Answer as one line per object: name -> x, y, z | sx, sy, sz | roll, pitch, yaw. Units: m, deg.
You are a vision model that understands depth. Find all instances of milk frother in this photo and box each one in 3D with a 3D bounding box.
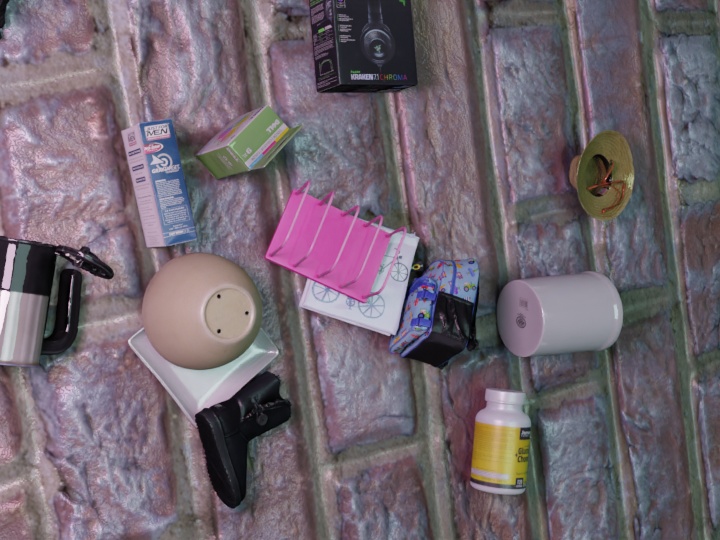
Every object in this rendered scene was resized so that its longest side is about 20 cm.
milk frother -> -0.479, 0.051, 1.407 | 0.180, 0.200, 0.188 | 9, 86, -34

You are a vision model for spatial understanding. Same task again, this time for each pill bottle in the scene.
pill bottle -> 0.283, 0.341, 1.897 | 0.112, 0.112, 0.200 | 7, 87, -30

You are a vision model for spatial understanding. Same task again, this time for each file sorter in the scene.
file sorter -> -0.039, -0.052, 1.646 | 0.200, 0.125, 0.139 | 25, 75, -12

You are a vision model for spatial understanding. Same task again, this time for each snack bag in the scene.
snack bag -> 0.000, 0.000, 1.729 | 0.188, 0.021, 0.200 | 18, 77, -14

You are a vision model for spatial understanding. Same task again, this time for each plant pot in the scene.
plant pot -> -0.240, 0.069, 1.550 | 0.200, 0.134, 0.200 | 0, 91, -31

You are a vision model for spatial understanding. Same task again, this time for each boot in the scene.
boot -> -0.188, 0.293, 1.643 | 0.168, 0.076, 0.200 | -26, 114, -36

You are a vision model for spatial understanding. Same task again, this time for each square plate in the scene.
square plate -> -0.268, 0.132, 1.626 | 0.200, 0.028, 0.198 | -43, 109, -23

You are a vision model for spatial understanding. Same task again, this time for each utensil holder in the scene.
utensil holder -> 0.404, 0.092, 1.938 | 0.200, 0.170, 0.170 | -5, 92, -28

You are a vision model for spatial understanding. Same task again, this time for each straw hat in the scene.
straw hat -> 0.497, -0.206, 2.038 | 0.201, 0.085, 0.201 | -10, 107, -36

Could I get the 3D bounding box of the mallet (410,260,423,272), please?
mallet -> 0.023, 0.021, 1.761 | 0.200, 0.041, 0.066 | -5, 91, -14

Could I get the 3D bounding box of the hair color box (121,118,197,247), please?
hair color box -> -0.330, -0.141, 1.549 | 0.060, 0.100, 0.200 | -15, 98, -30

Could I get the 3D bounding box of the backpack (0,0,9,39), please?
backpack -> -0.622, -0.400, 1.362 | 0.200, 0.167, 0.127 | -14, 77, -26

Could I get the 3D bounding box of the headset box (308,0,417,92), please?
headset box -> 0.005, -0.435, 1.748 | 0.174, 0.093, 0.200 | -5, 92, -31

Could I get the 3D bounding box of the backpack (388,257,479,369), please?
backpack -> 0.146, 0.065, 1.786 | 0.134, 0.183, 0.200 | 18, 66, -12

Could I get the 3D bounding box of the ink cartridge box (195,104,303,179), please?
ink cartridge box -> -0.188, -0.215, 1.573 | 0.104, 0.200, 0.059 | -49, 112, -22
